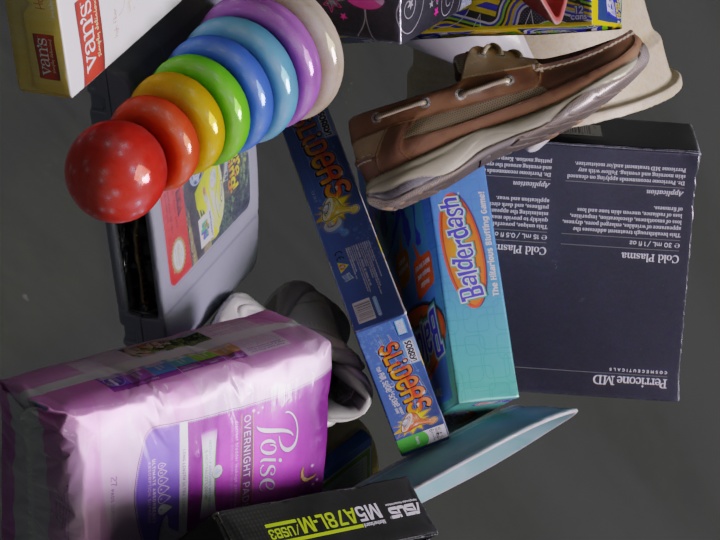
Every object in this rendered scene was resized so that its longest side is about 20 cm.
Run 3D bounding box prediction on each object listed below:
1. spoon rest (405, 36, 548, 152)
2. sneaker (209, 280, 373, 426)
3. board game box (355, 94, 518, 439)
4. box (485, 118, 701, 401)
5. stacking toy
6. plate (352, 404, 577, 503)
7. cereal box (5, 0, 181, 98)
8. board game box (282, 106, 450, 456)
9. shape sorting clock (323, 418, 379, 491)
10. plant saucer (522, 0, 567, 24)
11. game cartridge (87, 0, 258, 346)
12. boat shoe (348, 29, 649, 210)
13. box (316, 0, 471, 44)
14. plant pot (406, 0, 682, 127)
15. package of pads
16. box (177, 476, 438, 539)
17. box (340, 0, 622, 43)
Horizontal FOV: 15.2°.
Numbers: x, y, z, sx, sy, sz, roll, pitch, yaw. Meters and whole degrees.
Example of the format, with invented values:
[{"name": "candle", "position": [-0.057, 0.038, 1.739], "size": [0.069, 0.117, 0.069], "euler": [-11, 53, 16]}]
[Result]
[{"name": "spoon rest", "position": [0.070, -0.162, 1.757], "size": [0.099, 0.200, 0.061], "euler": [-39, 166, 11]}, {"name": "sneaker", "position": [-0.034, 0.063, 1.676], "size": [0.078, 0.099, 0.200], "euler": [-64, 168, 12]}, {"name": "board game box", "position": [0.048, 0.000, 1.761], "size": [0.152, 0.045, 0.201], "euler": [139, -56, -70]}, {"name": "box", "position": [0.134, -0.013, 1.912], "size": [0.104, 0.199, 0.183], "euler": [-78, 172, -76]}, {"name": "stacking toy", "position": [-0.094, -0.086, 1.464], "size": [0.200, 0.085, 0.086], "euler": [-40, 135, -47]}, {"name": "plate", "position": [0.049, 0.129, 1.756], "size": [0.026, 0.200, 0.200], "euler": [61, 24, 7]}, {"name": "cereal box", "position": [-0.129, -0.201, 1.451], "size": [0.200, 0.039, 0.144], "euler": [-51, 144, -49]}, {"name": "board game box", "position": [0.000, 0.000, 1.698], "size": [0.136, 0.034, 0.201], "euler": [70, 0, -51]}, {"name": "shape sorting clock", "position": [-0.044, 0.190, 1.806], "size": [0.200, 0.039, 0.201], "euler": [-35, 132, -51]}, {"name": "plant saucer", "position": [0.085, -0.278, 1.564], "size": [0.200, 0.037, 0.201], "euler": [53, 45, -47]}, {"name": "game cartridge", "position": [-0.105, -0.059, 1.574], "size": [0.133, 0.041, 0.201], "euler": [-56, 147, -51]}, {"name": "boat shoe", "position": [0.084, -0.108, 1.666], "size": [0.072, 0.199, 0.076], "euler": [64, -9, 5]}, {"name": "box", "position": [-0.009, -0.248, 1.593], "size": [0.115, 0.132, 0.201], "euler": [-37, 132, -57]}, {"name": "plant pot", "position": [0.111, -0.204, 1.853], "size": [0.200, 0.200, 0.184], "euler": [-34, 118, -59]}, {"name": "package of pads", "position": [-0.110, 0.103, 1.504], "size": [0.199, 0.076, 0.121], "euler": [-14, 117, -40]}, {"name": "box", "position": [-0.083, 0.192, 1.520], "size": [0.193, 0.200, 0.048], "euler": [0, 56, -56]}, {"name": "box", "position": [0.061, -0.181, 1.690], "size": [0.064, 0.199, 0.070], "euler": [-5, 94, -66]}]
